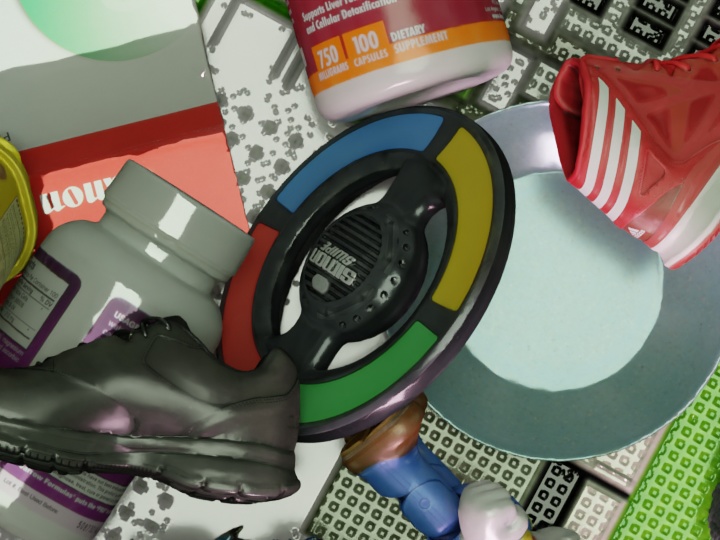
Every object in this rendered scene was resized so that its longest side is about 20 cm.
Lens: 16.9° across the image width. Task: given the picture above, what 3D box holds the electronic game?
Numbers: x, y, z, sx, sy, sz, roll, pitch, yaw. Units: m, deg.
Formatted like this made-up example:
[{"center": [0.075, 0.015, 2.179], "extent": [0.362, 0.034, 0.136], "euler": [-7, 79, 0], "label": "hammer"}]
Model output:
[{"center": [0.000, 0.000, 1.288], "extent": [0.042, 0.200, 0.200], "euler": [36, 87, -38], "label": "electronic game"}]

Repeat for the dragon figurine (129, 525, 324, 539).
[{"center": [-0.104, 0.176, 1.311], "extent": [0.200, 0.099, 0.059], "euler": [-7, 88, -1], "label": "dragon figurine"}]

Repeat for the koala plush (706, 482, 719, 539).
[{"center": [0.320, 0.105, 1.298], "extent": [0.200, 0.184, 0.178], "euler": [16, 88, -12], "label": "koala plush"}]

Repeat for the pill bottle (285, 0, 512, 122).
[{"center": [0.004, -0.190, 1.320], "extent": [0.113, 0.113, 0.200], "euler": [-17, 88, -2], "label": "pill bottle"}]

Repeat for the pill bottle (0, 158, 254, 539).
[{"center": [-0.145, 0.044, 1.307], "extent": [0.112, 0.112, 0.200], "euler": [33, 89, 0], "label": "pill bottle"}]

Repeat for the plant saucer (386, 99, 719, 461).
[{"center": [0.110, 0.006, 1.353], "extent": [0.201, 0.039, 0.201], "euler": [0, 88, 0], "label": "plant saucer"}]

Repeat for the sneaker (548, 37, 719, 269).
[{"center": [0.178, -0.109, 1.312], "extent": [0.115, 0.078, 0.200], "euler": [35, 60, -6], "label": "sneaker"}]

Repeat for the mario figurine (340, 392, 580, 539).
[{"center": [0.086, 0.140, 1.291], "extent": [0.200, 0.123, 0.106], "euler": [48, 132, -5], "label": "mario figurine"}]

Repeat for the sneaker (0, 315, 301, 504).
[{"center": [-0.125, 0.063, 1.227], "extent": [0.200, 0.076, 0.091], "euler": [10, 81, -13], "label": "sneaker"}]

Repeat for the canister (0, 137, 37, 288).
[{"center": [-0.250, -0.007, 1.244], "extent": [0.148, 0.200, 0.087], "euler": [-12, 102, 1], "label": "canister"}]

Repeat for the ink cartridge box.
[{"center": [-0.160, -0.095, 1.347], "extent": [0.161, 0.050, 0.200], "euler": [-14, 86, -1], "label": "ink cartridge box"}]
